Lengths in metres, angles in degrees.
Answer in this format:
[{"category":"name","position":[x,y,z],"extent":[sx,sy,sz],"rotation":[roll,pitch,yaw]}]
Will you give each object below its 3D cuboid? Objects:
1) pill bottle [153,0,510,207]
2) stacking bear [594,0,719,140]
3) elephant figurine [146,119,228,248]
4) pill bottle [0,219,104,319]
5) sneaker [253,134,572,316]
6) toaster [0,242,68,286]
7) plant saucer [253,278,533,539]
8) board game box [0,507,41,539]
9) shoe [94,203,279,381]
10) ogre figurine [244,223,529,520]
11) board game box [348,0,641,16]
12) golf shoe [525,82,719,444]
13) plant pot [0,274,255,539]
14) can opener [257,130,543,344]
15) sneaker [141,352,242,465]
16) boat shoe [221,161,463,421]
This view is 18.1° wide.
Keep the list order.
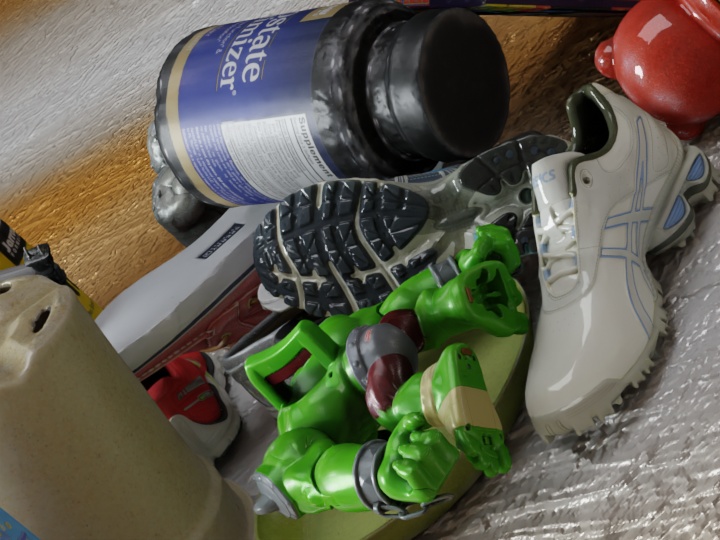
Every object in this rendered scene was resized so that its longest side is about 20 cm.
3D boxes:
[{"category":"pill bottle","position":[-0.016,-0.099,1.318],"extent":[0.199,0.112,0.112],"rotation":[-5,44,40]},{"category":"stacking bear","position":[0.213,-0.162,1.198],"extent":[0.200,0.121,0.114],"rotation":[-49,11,21]},{"category":"elephant figurine","position":[-0.029,-0.069,1.478],"extent":[0.199,0.155,0.142],"rotation":[-6,75,20]},{"category":"pill bottle","position":[-0.273,0.029,1.651],"extent":[0.114,0.200,0.114],"rotation":[-39,23,20]},{"category":"sneaker","position":[0.040,-0.020,1.251],"extent":[0.199,0.078,0.086],"rotation":[-12,-3,14]},{"category":"toaster","position":[-0.233,0.082,1.424],"extent":[0.129,0.201,0.114],"rotation":[-13,38,-1]},{"category":"plant saucer","position":[0.024,0.086,1.212],"extent":[0.200,0.031,0.200],"rotation":[-40,21,19]},{"category":"board game box","position":[-0.205,0.227,1.165],"extent":[0.196,0.200,0.056],"rotation":[-37,24,25]},{"category":"shoe","position":[-0.081,0.029,1.392],"extent":[0.200,0.091,0.071],"rotation":[-42,28,-22]},{"category":"ogre figurine","position":[0.013,0.055,1.111],"extent":[0.120,0.098,0.201],"rotation":[-22,46,29]},{"category":"board game box","position":[0.104,-0.181,1.360],"extent":[0.200,0.165,0.057],"rotation":[-166,77,-67]},{"category":"golf shoe","position":[0.108,-0.008,1.128],"extent":[0.078,0.097,0.200],"rotation":[-24,32,42]},{"category":"plant pot","position":[-0.182,0.112,1.268],"extent":[0.200,0.184,0.201],"rotation":[-20,27,11]},{"category":"can opener","position":[0.031,-0.016,1.318],"extent":[0.200,0.067,0.053],"rotation":[-30,23,-4]},{"category":"sneaker","position":[-0.134,0.072,1.466],"extent":[0.077,0.085,0.200],"rotation":[-47,21,-4]},{"category":"boat shoe","position":[-0.001,0.000,1.365],"extent":[0.202,0.065,0.074],"rotation":[-51,21,-9]}]
